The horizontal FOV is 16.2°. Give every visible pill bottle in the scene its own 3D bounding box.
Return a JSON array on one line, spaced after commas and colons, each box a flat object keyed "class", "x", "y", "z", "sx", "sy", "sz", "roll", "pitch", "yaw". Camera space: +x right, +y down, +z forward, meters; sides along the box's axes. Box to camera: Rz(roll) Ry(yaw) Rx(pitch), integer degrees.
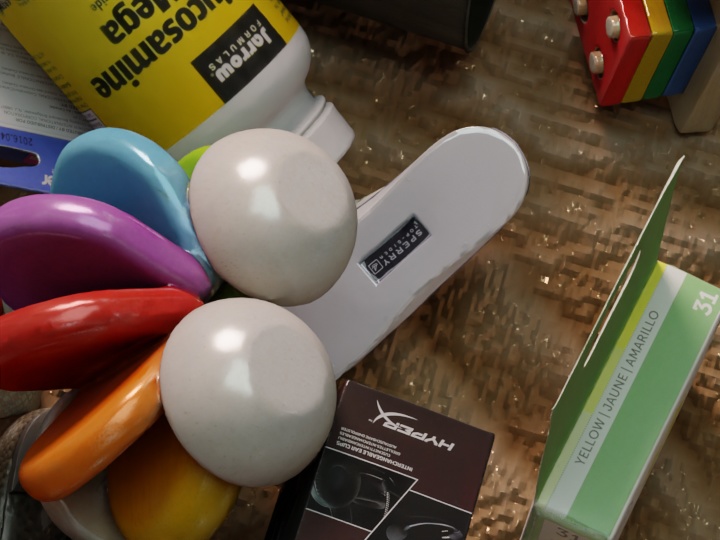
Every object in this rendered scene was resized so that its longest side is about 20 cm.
[{"class": "pill bottle", "x": -0.097, "y": -0.116, "z": 1.251, "sx": 0.112, "sy": 0.112, "sz": 0.200, "roll": -46, "pitch": 103, "yaw": -23}]

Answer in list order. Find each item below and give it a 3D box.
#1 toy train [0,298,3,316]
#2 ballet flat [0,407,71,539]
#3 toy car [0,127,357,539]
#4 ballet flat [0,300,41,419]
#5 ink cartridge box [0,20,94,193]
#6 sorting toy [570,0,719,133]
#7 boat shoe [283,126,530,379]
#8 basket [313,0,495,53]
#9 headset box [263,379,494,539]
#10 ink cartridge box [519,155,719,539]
[{"class": "toy train", "x": -0.255, "y": -0.013, "z": 1.124, "sx": 0.116, "sy": 0.085, "sz": 0.200, "roll": -24, "pitch": 109, "yaw": 17}, {"class": "ballet flat", "x": -0.178, "y": 0.155, "z": 1.185, "sx": 0.067, "sy": 0.046, "sz": 0.200, "roll": 30, "pitch": 67, "yaw": -27}, {"class": "toy car", "x": -0.102, "y": 0.022, "z": 1.130, "sx": 0.150, "sy": 0.175, "sz": 0.200, "roll": 24, "pitch": 56, "yaw": -26}, {"class": "ballet flat", "x": -0.190, "y": -0.013, "z": 1.190, "sx": 0.062, "sy": 0.200, "sz": 0.068, "roll": -20, "pitch": 26, "yaw": 24}, {"class": "ink cartridge box", "x": -0.191, "y": -0.126, "z": 1.290, "sx": 0.119, "sy": 0.042, "sz": 0.201, "roll": 11, "pitch": 59, "yaw": -30}, {"class": "sorting toy", "x": 0.148, "y": -0.200, "z": 1.297, "sx": 0.069, "sy": 0.200, "sz": 0.199, "roll": -7, "pitch": 66, "yaw": -12}, {"class": "boat shoe", "x": 0.000, "y": 0.000, "z": 1.261, "sx": 0.200, "sy": 0.070, "sz": 0.071, "roll": -40, "pitch": 86, "yaw": 4}, {"class": "basket", "x": -0.021, "y": -0.205, "z": 1.317, "sx": 0.199, "sy": 0.136, "sz": 0.180, "roll": 13, "pitch": 28, "yaw": 6}, {"class": "headset box", "x": -0.017, "y": 0.172, "z": 1.131, "sx": 0.077, "sy": 0.149, "sz": 0.200, "roll": 21, "pitch": 65, "yaw": -4}, {"class": "ink cartridge box", "x": 0.125, "y": 0.057, "z": 1.176, "sx": 0.048, "sy": 0.200, "sz": 0.146, "roll": 26, "pitch": 64, "yaw": 8}]
